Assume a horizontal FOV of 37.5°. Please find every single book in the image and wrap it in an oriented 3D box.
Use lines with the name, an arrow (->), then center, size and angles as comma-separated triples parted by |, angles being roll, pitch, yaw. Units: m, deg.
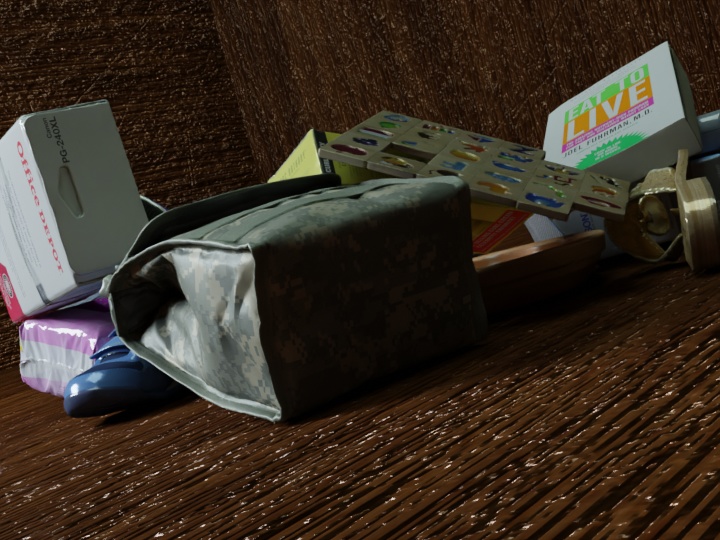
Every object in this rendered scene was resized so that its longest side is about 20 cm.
book -> 0.222, -0.121, 0.922 | 0.133, 0.048, 0.200 | -27, 19, 23

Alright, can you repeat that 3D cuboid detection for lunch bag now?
lunch bag -> -0.048, 0.006, 0.658 | 0.163, 0.118, 0.199 | -17, 13, -36

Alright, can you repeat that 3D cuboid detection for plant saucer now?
plant saucer -> 0.095, 0.011, 0.826 | 0.199, 0.038, 0.200 | -14, 1, 0

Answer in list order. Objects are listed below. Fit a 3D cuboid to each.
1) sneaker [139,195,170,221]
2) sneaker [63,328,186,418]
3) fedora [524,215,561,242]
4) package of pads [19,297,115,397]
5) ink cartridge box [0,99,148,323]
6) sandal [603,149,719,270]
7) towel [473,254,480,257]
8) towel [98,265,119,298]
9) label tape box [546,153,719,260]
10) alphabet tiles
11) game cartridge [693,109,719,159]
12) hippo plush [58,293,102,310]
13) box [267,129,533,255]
sneaker -> -0.147, 0.002, 0.996 | 0.081, 0.200, 0.084 | -47, 12, 19
sneaker -> -0.176, 0.066, 0.861 | 0.074, 0.083, 0.200 | -13, 4, 22
fedora -> 0.240, -0.072, 1.207 | 0.176, 0.091, 0.200 | -13, -3, 30
package of pads -> -0.214, 0.064, 1.018 | 0.120, 0.076, 0.200 | 9, 18, 36
ink cartridge box -> -0.268, -0.047, 0.937 | 0.083, 0.146, 0.200 | -19, 0, -35
sandal -> 0.207, -0.039, 0.751 | 0.069, 0.078, 0.212 | -9, 8, 13
towel -> 0.035, -0.036, 1.057 | 0.199, 0.035, 0.133 | 15, -11, 13
towel -> -0.084, 0.021, 0.842 | 0.199, 0.035, 0.193 | 14, 7, 9
label tape box -> 0.230, -0.046, 0.967 | 0.199, 0.067, 0.143 | -18, 0, 11
alphabet tiles -> 0.088, -0.074, 0.739 | 0.199, 0.008, 0.167 | 16, 20, 11
game cartridge -> 0.313, -0.121, 1.012 | 0.133, 0.042, 0.200 | -21, -3, 27
hippo plush -> -0.265, 0.038, 1.179 | 0.199, 0.162, 0.159 | -18, 2, -37
box -> 0.034, -0.056, 0.810 | 0.199, 0.050, 0.075 | 5, -32, -35
